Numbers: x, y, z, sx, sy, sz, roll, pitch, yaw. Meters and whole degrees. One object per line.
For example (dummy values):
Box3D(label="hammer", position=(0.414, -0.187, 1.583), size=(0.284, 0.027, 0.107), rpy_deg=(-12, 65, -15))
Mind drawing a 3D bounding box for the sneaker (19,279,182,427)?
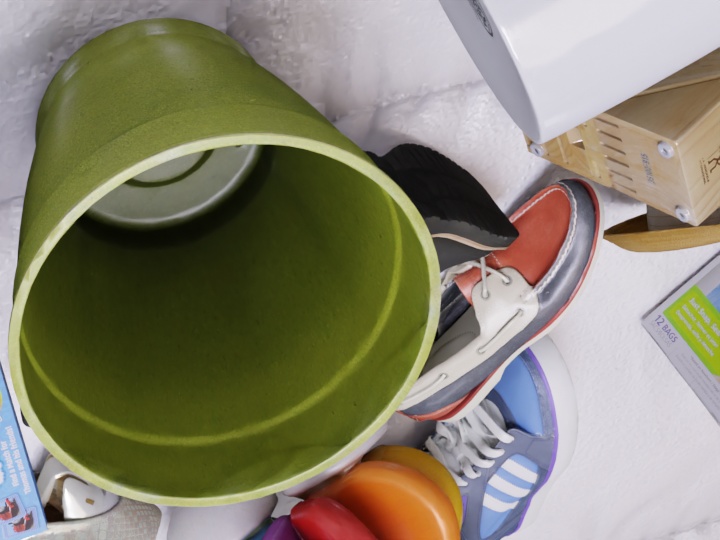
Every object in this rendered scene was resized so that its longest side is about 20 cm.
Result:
Box3D(label="sneaker", position=(-0.129, 0.066, 1.034), size=(0.113, 0.077, 0.200), rpy_deg=(-9, 159, 10))

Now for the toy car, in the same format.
Box3D(label="toy car", position=(-0.022, 0.194, 1.118), size=(0.199, 0.150, 0.176), rpy_deg=(-35, 95, 3))

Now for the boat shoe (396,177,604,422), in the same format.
Box3D(label="boat shoe", position=(0.080, 0.019, 1.120), size=(0.062, 0.071, 0.201), rpy_deg=(15, 124, -37))

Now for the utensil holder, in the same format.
Box3D(label="utensil holder", position=(0.138, -0.180, 0.889), size=(0.199, 0.171, 0.170), rpy_deg=(-31, 139, -1))

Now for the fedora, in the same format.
Box3D(label="fedora", position=(0.239, -0.072, 1.094), size=(0.199, 0.200, 0.083), rpy_deg=(-17, 96, -17))

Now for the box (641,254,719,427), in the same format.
Box3D(label="box", position=(0.318, 0.028, 1.240), size=(0.200, 0.113, 0.101), rpy_deg=(-41, 137, 9))

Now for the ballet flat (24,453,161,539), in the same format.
Box3D(label="ballet flat", position=(-0.202, 0.140, 1.061), size=(0.198, 0.067, 0.063), rpy_deg=(1, 119, -33))

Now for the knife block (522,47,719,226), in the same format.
Box3D(label="knife block", position=(0.206, -0.114, 1.007), size=(0.175, 0.199, 0.064), rpy_deg=(-41, 133, -20))

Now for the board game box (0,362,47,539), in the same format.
Box3D(label="board game box", position=(-0.207, 0.019, 0.874), size=(0.036, 0.152, 0.201), rpy_deg=(-19, 137, -13))

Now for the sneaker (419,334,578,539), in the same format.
Box3D(label="sneaker", position=(0.061, 0.136, 1.205), size=(0.145, 0.081, 0.201), rpy_deg=(-17, 142, -24))

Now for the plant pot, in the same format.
Box3D(label="plant pot", position=(-0.083, -0.026, 0.863), size=(0.198, 0.193, 0.202), rpy_deg=(-9, 126, -13))

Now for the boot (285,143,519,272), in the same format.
Box3D(label="boot", position=(0.000, 0.000, 1.026), size=(0.139, 0.078, 0.199), rpy_deg=(-50, 153, 21))
